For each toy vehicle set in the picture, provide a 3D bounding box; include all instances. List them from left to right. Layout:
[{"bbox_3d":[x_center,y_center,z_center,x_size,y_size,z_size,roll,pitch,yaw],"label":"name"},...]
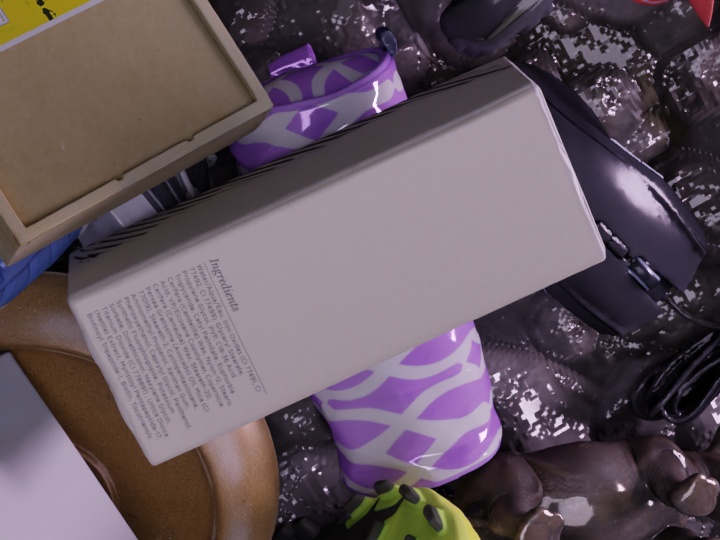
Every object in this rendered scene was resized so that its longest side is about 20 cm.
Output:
[{"bbox_3d":[-0.139,-0.116,0.850,0.124,0.027,0.200,-30,84,-27],"label":"toy vehicle set"}]

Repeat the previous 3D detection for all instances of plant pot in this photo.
[{"bbox_3d":[-0.136,0.095,0.941,0.200,0.027,0.200,3,117,5],"label":"plant pot"}]

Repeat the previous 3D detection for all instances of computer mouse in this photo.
[{"bbox_3d":[0.136,-0.030,0.973,0.140,0.046,0.200,-40,107,4],"label":"computer mouse"}]

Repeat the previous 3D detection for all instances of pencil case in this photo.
[{"bbox_3d":[0.000,0.000,0.939,0.084,0.085,0.200,-19,106,-11],"label":"pencil case"}]

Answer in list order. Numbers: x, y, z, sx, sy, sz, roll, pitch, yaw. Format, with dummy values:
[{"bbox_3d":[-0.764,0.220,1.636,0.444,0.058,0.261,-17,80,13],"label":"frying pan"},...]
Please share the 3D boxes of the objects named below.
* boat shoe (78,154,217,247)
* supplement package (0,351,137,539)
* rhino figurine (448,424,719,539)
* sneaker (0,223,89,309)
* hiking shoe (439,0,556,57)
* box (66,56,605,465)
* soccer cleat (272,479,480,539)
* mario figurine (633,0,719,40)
[{"bbox_3d":[-0.093,-0.041,0.925,0.068,0.072,0.200,-44,115,-22],"label":"boat shoe"},{"bbox_3d":[-0.170,0.167,0.855,0.151,0.152,0.200,-34,89,22],"label":"supplement package"},{"bbox_3d":[0.129,0.105,0.976,0.200,0.087,0.060,-5,105,-31],"label":"rhino figurine"},{"bbox_3d":[-0.188,0.016,0.843,0.200,0.077,0.076,-32,121,-10],"label":"sneaker"},{"bbox_3d":[0.071,-0.190,0.913,0.101,0.076,0.200,28,90,-8],"label":"hiking shoe"},{"bbox_3d":[-0.012,-0.006,0.856,0.200,0.068,0.082,-23,107,0],"label":"box"},{"bbox_3d":[0.016,0.140,0.931,0.084,0.200,0.065,36,68,-12],"label":"soccer cleat"},{"bbox_3d":[0.206,-0.152,0.921,0.200,0.106,0.124,-20,110,-5],"label":"mario figurine"}]
